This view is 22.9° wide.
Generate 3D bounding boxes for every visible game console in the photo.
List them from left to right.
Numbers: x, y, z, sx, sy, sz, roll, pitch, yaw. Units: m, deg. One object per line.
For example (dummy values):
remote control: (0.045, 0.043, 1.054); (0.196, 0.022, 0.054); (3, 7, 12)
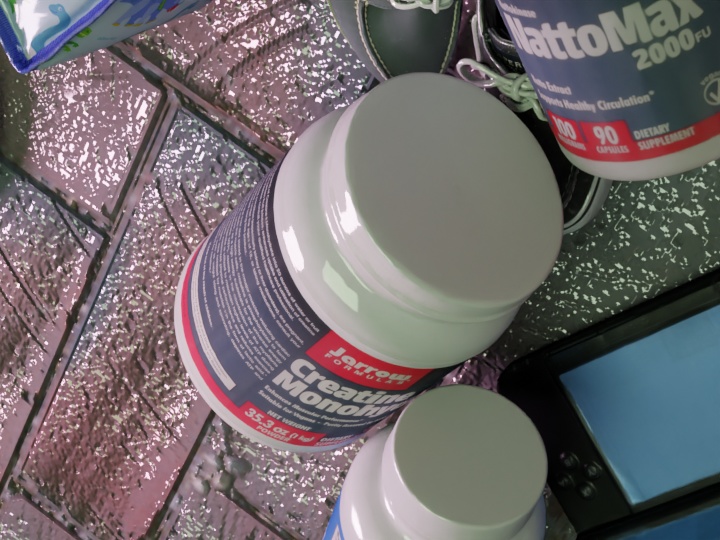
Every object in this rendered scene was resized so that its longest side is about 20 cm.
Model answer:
game console: (0.169, 0.112, 0.918); (0.199, 0.116, 0.177); (-27, 98, 33)

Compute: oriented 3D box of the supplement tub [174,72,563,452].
supplement tub: (0.000, 0.000, 0.917); (0.141, 0.140, 0.200); (50, 142, 0)

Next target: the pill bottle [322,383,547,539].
pill bottle: (0.038, 0.147, 0.968); (0.112, 0.112, 0.201); (34, 145, 11)

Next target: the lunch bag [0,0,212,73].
lunch bag: (-0.085, -0.200, 0.884); (0.199, 0.170, 0.128); (-32, 93, 32)

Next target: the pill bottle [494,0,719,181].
pill bottle: (0.108, -0.151, 0.776); (0.119, 0.120, 0.201); (-9, 126, 30)

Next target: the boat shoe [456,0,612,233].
boat shoe: (0.089, -0.108, 0.893); (0.073, 0.068, 0.201); (10, 115, 24)

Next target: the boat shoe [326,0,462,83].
boat shoe: (0.019, -0.154, 0.871); (0.072, 0.062, 0.201); (-13, 138, -5)
